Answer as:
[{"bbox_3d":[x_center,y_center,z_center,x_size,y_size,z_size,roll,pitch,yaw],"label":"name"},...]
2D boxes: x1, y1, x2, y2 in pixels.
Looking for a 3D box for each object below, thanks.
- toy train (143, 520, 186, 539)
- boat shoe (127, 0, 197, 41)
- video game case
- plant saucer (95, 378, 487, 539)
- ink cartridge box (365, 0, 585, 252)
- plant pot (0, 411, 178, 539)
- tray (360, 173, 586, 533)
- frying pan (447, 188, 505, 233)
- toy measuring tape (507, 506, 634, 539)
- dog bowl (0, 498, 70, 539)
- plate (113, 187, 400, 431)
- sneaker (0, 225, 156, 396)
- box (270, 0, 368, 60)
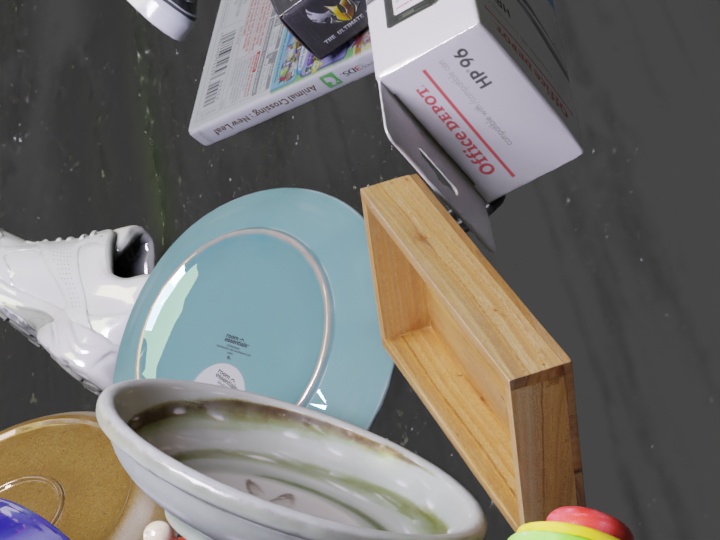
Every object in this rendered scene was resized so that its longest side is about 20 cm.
[{"bbox_3d":[-0.096,0.180,1.327,0.056,0.150,0.200,-27,17,-29],"label":"toy train"},{"bbox_3d":[-0.135,-0.229,1.780,0.068,0.072,0.200,-45,27,17],"label":"boat shoe"},{"bbox_3d":[-0.024,-0.189,1.645,0.182,0.022,0.200,-21,45,40],"label":"video game case"},{"bbox_3d":[-0.039,0.111,1.257,0.200,0.200,0.050,35,110,57],"label":"plant saucer"},{"bbox_3d":[0.060,-0.121,1.391,0.068,0.116,0.200,-28,41,20],"label":"ink cartridge box"},{"bbox_3d":[-0.197,0.150,1.488,0.200,0.027,0.200,-18,37,14],"label":"plant pot"},{"bbox_3d":[0.055,0.040,1.278,0.037,0.099,0.200,-17,33,-14],"label":"tray"},{"bbox_3d":[-0.005,0.015,1.440,0.190,0.031,0.115,-15,53,47],"label":"frying pan"},{"bbox_3d":[0.070,0.146,1.190,0.200,0.074,0.074,-8,55,47],"label":"toy measuring tape"},{"bbox_3d":[-0.198,0.221,1.340,0.200,0.200,0.079,-11,12,46],"label":"dog bowl"},{"bbox_3d":[-0.066,0.044,1.434,0.200,0.026,0.200,-14,63,30],"label":"plate"},{"bbox_3d":[-0.173,0.009,1.621,0.099,0.078,0.200,-50,42,-6],"label":"sneaker"},{"bbox_3d":[0.022,-0.242,1.573,0.200,0.048,0.158,-34,43,12],"label":"box"}]
